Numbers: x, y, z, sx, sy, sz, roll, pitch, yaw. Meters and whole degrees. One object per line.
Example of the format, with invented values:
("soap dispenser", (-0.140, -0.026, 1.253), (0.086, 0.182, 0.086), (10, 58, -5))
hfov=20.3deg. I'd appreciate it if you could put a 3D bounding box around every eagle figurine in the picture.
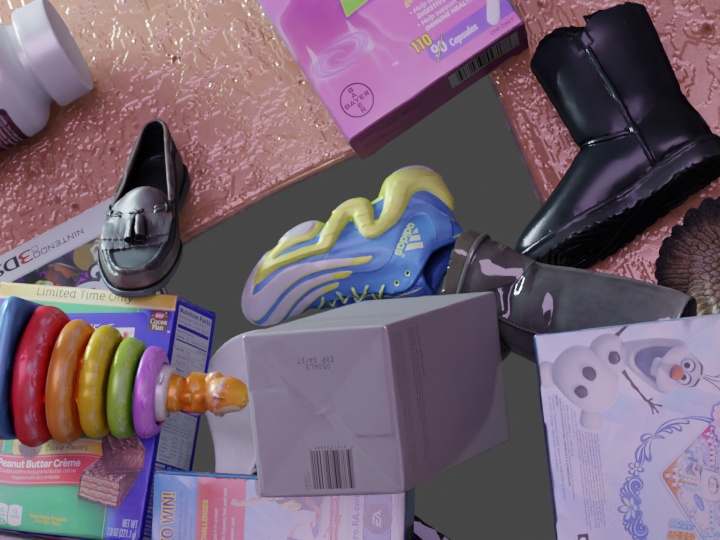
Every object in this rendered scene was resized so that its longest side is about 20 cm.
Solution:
("eagle figurine", (0.306, 0.025, 1.560), (0.150, 0.151, 0.202), (-19, 84, 17))

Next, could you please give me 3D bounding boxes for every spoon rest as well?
("spoon rest", (-0.087, 0.133, 1.615), (0.098, 0.061, 0.202), (1, 59, 11))

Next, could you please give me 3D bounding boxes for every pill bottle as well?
("pill bottle", (-0.339, -0.149, 1.742), (0.199, 0.110, 0.110), (-28, 73, 4))

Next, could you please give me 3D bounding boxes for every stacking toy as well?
("stacking toy", (-0.180, 0.088, 1.532), (0.198, 0.116, 0.111), (7, 85, 7))

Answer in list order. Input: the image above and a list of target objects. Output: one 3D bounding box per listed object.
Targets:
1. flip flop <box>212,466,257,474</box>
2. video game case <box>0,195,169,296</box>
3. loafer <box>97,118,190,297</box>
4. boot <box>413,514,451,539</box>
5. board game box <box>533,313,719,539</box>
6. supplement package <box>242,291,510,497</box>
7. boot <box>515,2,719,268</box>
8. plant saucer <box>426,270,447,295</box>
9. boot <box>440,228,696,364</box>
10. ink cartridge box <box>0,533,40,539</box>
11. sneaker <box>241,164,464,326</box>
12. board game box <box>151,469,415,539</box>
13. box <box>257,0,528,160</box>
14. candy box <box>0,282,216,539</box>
("flip flop", (-0.128, 0.211, 1.637), (0.200, 0.058, 0.081), (-39, 72, 0))
("video game case", (-0.242, 0.063, 1.709), (0.180, 0.036, 0.201), (-26, 73, 6))
("loafer", (-0.181, -0.054, 1.650), (0.071, 0.063, 0.201), (-4, 32, 4))
("boot", (-0.007, 0.261, 1.589), (0.199, 0.076, 0.169), (34, 82, 11))
("board game box", (0.234, 0.136, 1.458), (0.197, 0.043, 0.202), (-6, 85, 2))
("supplement package", (0.017, 0.089, 1.488), (0.120, 0.200, 0.121), (-5, 94, 27))
("boot", (0.181, -0.105, 1.634), (0.199, 0.076, 0.169), (-34, 64, 12))
("plant saucer", (0.039, 0.048, 1.663), (0.198, 0.019, 0.070), (-24, 73, 5))
("boot", (0.152, 0.070, 1.567), (0.198, 0.073, 0.183), (20, 118, 18))
("ink cartridge box", (-0.333, 0.285, 1.649), (0.198, 0.086, 0.149), (7, 79, 12))
("sneaker", (0.000, 0.000, 1.642), (0.199, 0.076, 0.105), (-37, 56, 0))
("board game box", (-0.061, 0.255, 1.519), (0.194, 0.056, 0.202), (2, 87, 9))
("box", (0.015, -0.229, 1.678), (0.175, 0.097, 0.201), (-33, 81, 3))
("candy box", (-0.219, 0.117, 1.623), (0.167, 0.077, 0.202), (3, 77, 23))
